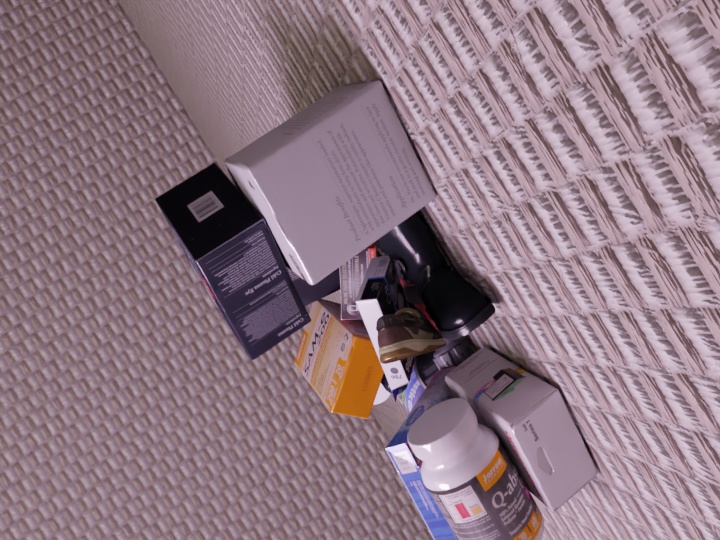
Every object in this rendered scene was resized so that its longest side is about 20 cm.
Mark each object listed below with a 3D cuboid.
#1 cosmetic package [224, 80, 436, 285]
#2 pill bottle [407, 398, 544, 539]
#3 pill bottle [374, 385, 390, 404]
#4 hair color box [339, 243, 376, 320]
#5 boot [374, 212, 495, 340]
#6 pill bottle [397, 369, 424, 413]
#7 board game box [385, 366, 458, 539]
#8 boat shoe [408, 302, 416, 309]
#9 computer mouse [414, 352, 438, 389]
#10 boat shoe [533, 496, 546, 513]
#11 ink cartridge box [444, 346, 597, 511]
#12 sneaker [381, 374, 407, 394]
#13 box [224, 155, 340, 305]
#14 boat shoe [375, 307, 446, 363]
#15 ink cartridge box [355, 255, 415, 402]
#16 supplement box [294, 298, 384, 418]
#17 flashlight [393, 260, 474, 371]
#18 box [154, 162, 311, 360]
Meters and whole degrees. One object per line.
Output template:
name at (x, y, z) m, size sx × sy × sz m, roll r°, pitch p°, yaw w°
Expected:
cosmetic package at (-0.043, -0.118, 0.969) m, size 0.167 × 0.198 × 0.165 m, roll 61°, pitch 169°, yaw -19°
pill bottle at (0.149, 0.277, 0.984) m, size 0.203 × 0.115 × 0.116 m, roll 59°, pitch 169°, yaw -13°
pill bottle at (0.023, 0.148, 1.434) m, size 0.202 × 0.111 × 0.115 m, roll -79°, pitch -31°, yaw -51°
hair color box at (0.000, 0.000, 1.230) m, size 0.200 × 0.062 × 0.114 m, roll -77°, pitch -14°, yaw -77°
boot at (0.091, -0.004, 1.015) m, size 0.170 × 0.076 × 0.200 m, roll 56°, pitch 176°, yaw -10°
pill bottle at (0.149, 0.244, 1.366) m, size 0.200 × 0.111 × 0.114 m, roll 41°, pitch 161°, yaw 57°
board game box at (0.135, 0.280, 1.100) m, size 0.043 × 0.199 × 0.203 m, roll -20°, pitch 103°, yaw 34°
boat shoe at (0.096, 0.088, 1.311) m, size 0.075 × 0.093 × 0.199 m, roll 49°, pitch -164°, yaw 16°
computer mouse at (0.158, 0.209, 1.260) m, size 0.203 × 0.137 × 0.053 m, roll 62°, pitch -170°, yaw 20°
boat shoe at (0.250, 0.329, 1.290) m, size 0.201 × 0.072 × 0.068 m, roll 51°, pitch 170°, yaw -12°
ink cartridge box at (0.215, 0.210, 1.033) m, size 0.147 × 0.083 × 0.200 m, roll 60°, pitch 170°, yaw -18°
sneaker at (0.020, 0.151, 1.285) m, size 0.070 × 0.082 × 0.201 m, roll 34°, pitch -161°, yaw -33°
box at (-0.121, -0.075, 1.245) m, size 0.200 × 0.121 × 0.203 m, roll 86°, pitch 159°, yaw -61°
boat shoe at (0.070, 0.082, 1.022) m, size 0.200 × 0.071 × 0.067 m, roll 5°, pitch -108°, yaw -75°
ink cartridge box at (0.049, 0.089, 1.113) m, size 0.100 × 0.038 × 0.203 m, roll -70°, pitch -33°, yaw -49°
supplement box at (-0.034, 0.139, 1.238) m, size 0.072 × 0.129 × 0.200 m, roll 14°, pitch -171°, yaw -25°
flashlight at (0.103, 0.072, 1.187) m, size 0.067 × 0.067 × 0.203 m, roll -31°, pitch 86°, yaw 45°
box at (-0.177, -0.015, 1.040) m, size 0.200 × 0.103 × 0.184 m, roll 44°, pitch 162°, yaw 50°
